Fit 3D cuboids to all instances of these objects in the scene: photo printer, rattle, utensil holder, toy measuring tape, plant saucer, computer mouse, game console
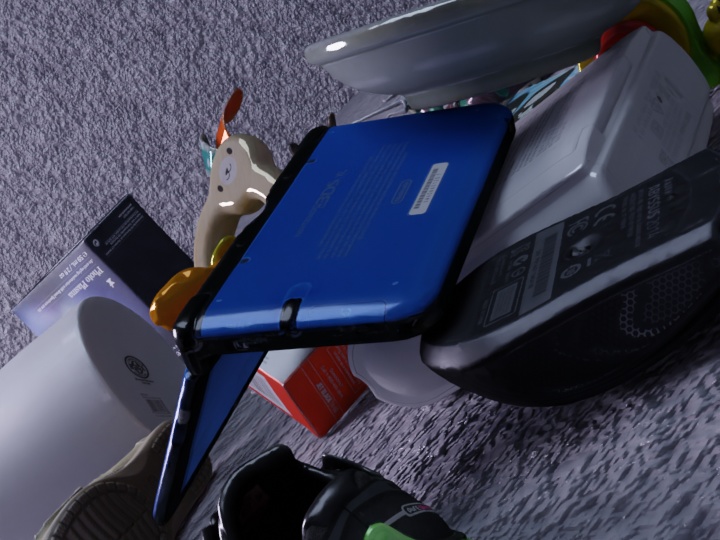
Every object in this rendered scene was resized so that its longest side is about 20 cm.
[{"bbox_3d":[0.080,-0.021,0.650,0.199,0.069,0.167,-37,13,39],"label":"photo printer"},{"bbox_3d":[-0.119,-0.047,0.910,0.141,0.203,0.130,-5,-20,-31],"label":"rattle"},{"bbox_3d":[-0.250,0.143,1.057,0.199,0.170,0.170,-40,10,13],"label":"utensil holder"},{"bbox_3d":[0.128,-0.124,0.743,0.198,0.074,0.074,-13,24,29],"label":"toy measuring tape"},{"bbox_3d":[0.070,-0.123,0.662,0.197,0.051,0.200,-16,10,3],"label":"plant saucer"},{"bbox_3d":[0.113,0.006,0.479,0.198,0.053,0.139,-26,19,30],"label":"computer mouse"},{"bbox_3d":[-0.010,0.018,0.618,0.168,0.120,0.201,-5,30,22],"label":"game console"}]

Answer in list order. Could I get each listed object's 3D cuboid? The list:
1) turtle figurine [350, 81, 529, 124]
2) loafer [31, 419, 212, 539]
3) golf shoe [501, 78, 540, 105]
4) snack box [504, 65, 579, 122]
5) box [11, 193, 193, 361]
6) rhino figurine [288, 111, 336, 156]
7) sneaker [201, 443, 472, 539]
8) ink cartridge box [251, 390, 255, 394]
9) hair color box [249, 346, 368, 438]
[{"bbox_3d":[0.057,-0.110,1.057,0.200,0.100,0.150,-42,15,36],"label":"turtle figurine"},{"bbox_3d":[-0.166,0.175,0.862,0.068,0.076,0.200,-40,1,26],"label":"loafer"},{"bbox_3d":[0.167,-0.241,1.173,0.199,0.097,0.078,-41,8,11],"label":"golf shoe"},{"bbox_3d":[0.122,-0.091,0.880,0.116,0.037,0.200,-47,10,-12],"label":"snack box"},{"bbox_3d":[-0.308,0.047,1.627,0.199,0.198,0.124,-36,14,40],"label":"box"},{"bbox_3d":[-0.049,-0.026,0.984,0.087,0.059,0.203,1,-72,-77],"label":"rhino figurine"},{"bbox_3d":[-0.023,0.105,0.497,0.077,0.084,0.199,-48,10,-28],"label":"sneaker"},{"bbox_3d":[-0.006,0.008,0.919,0.202,0.039,0.099,-61,14,-20],"label":"ink cartridge box"},{"bbox_3d":[0.000,0.000,0.813,0.200,0.062,0.101,-47,43,-16],"label":"hair color box"}]
